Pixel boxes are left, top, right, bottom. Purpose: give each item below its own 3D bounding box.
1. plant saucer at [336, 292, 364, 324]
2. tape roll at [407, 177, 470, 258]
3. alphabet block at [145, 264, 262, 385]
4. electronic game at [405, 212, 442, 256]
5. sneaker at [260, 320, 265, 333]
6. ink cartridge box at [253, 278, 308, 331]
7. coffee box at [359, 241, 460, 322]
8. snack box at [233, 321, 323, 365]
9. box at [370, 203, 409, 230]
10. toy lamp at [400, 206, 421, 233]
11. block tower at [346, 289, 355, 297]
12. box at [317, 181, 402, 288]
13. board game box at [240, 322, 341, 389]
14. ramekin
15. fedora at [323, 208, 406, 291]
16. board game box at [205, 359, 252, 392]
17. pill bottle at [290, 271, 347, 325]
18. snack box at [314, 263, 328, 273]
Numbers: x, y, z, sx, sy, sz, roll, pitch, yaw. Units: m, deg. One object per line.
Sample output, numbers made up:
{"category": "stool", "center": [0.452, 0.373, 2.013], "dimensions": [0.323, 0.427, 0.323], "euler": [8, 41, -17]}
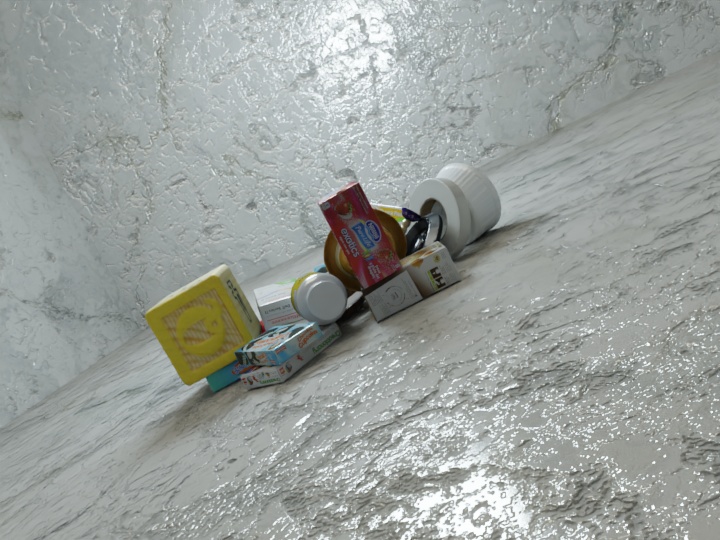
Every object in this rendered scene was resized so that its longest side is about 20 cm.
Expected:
{"category": "plant saucer", "center": [-0.061, 0.088, 1.701], "dimensions": [0.199, 0.032, 0.200], "euler": [-27, 19, 10]}
{"category": "tape roll", "center": [0.188, -0.124, 1.702], "dimensions": [0.037, 0.205, 0.202], "euler": [-8, -3, -32]}
{"category": "alphabet block", "center": [-0.360, 0.122, 1.647], "dimensions": [0.194, 0.197, 0.200], "euler": [-31, 8, 1]}
{"category": "electronic game", "center": [0.133, -0.045, 1.653], "dimensions": [0.201, 0.041, 0.201], "euler": [-55, 18, 27]}
{"category": "sneaker", "center": [-0.236, 0.162, 1.836], "dimensions": [0.115, 0.078, 0.200], "euler": [-43, 6, 9]}
{"category": "ink cartridge box", "center": [-0.190, 0.086, 1.706], "dimensions": [0.116, 0.068, 0.200], "euler": [-16, 17, -10]}
{"category": "coffee box", "center": [0.102, 0.021, 1.501], "dimensions": [0.199, 0.080, 0.114], "euler": [-27, 8, 2]}
{"category": "snack box", "center": [-0.175, 0.155, 1.466], "dimensions": [0.116, 0.037, 0.199], "euler": [-33, 11, -32]}
{"category": "box", "center": [0.115, -0.122, 1.929], "dimensions": [0.112, 0.102, 0.199], "euler": [3, 7, -44]}
{"category": "toy lamp", "center": [0.076, -0.052, 1.666], "dimensions": [0.201, 0.058, 0.058], "euler": [-64, 10, 1]}
{"category": "block tower", "center": [0.000, 0.000, 1.704], "dimensions": [0.200, 0.054, 0.058], "euler": [-39, 19, -25]}
{"category": "box", "center": [-0.003, -0.076, 1.452], "dimensions": [0.095, 0.201, 0.100], "euler": [-29, 10, -1]}
{"category": "board game box", "center": [-0.144, 0.179, 1.480], "dimensions": [0.126, 0.035, 0.200], "euler": [-18, 12, 43]}
{"category": "ramekin", "center": [0.248, -0.162, 1.781], "dimensions": [0.098, 0.201, 0.200], "euler": [-41, 15, -33]}
{"category": "fedora", "center": [0.016, -0.043, 1.584], "dimensions": [0.199, 0.202, 0.082], "euler": [-28, 10, -7]}
{"category": "board game box", "center": [-0.259, 0.203, 1.659], "dimensions": [0.199, 0.045, 0.152], "euler": [-29, 8, 0]}
{"category": "pill bottle", "center": [-0.089, 0.061, 1.535], "dimensions": [0.111, 0.113, 0.200], "euler": [-28, 7, -10]}
{"category": "snack box", "center": [-0.039, 0.019, 1.836], "dimensions": [0.199, 0.117, 0.037], "euler": [-22, -34, 34]}
